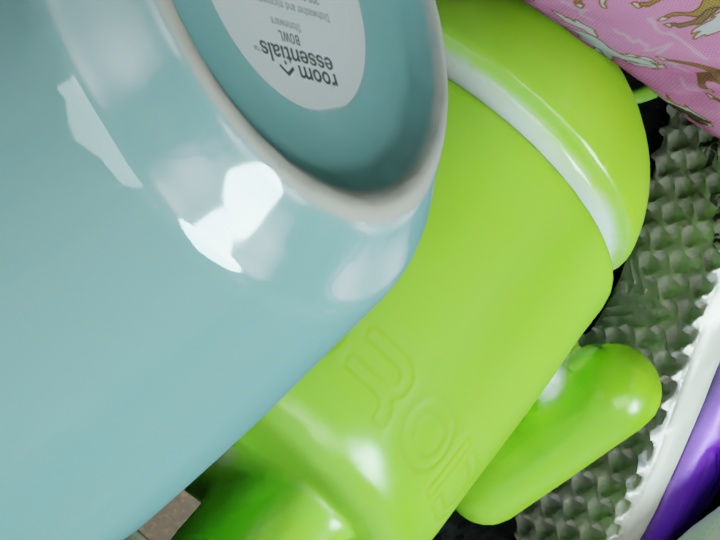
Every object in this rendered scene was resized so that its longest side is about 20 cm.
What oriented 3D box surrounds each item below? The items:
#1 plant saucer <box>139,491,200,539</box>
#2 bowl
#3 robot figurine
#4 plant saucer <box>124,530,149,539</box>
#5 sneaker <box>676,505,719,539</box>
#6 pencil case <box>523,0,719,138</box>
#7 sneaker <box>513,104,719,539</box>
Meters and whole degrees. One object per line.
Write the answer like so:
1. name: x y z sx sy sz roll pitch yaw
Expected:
1. plant saucer: -0.107 0.071 0.868 0.199 0.037 0.201 -5 116 -10
2. bowl: -0.055 -0.048 0.623 0.105 0.201 0.201 -23 122 30
3. robot figurine: 0.000 0.000 0.786 0.175 0.116 0.200 41 70 -11
4. plant saucer: -0.100 0.089 0.777 0.200 0.200 0.032 47 58 -26
5. sneaker: 0.150 0.122 0.905 0.089 0.075 0.200 -52 143 -7
6. pencil case: 0.076 -0.091 0.728 0.200 0.086 0.083 30 93 -46
7. sneaker: 0.120 0.027 0.875 0.099 0.070 0.201 11 117 -26
